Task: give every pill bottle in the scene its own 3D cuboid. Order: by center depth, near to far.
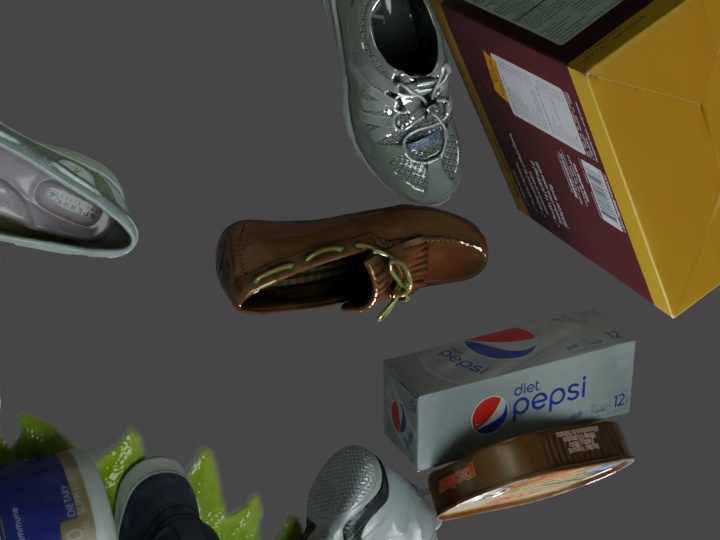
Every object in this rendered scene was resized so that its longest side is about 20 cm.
[{"bbox_3d":[-0.263,0.193,0.877,0.197,0.116,0.117,-11,118,-23],"label":"pill bottle"}]

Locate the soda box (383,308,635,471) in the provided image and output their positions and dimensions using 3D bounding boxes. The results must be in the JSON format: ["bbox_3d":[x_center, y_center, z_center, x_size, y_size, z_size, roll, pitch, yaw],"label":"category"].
[{"bbox_3d":[0.117,0.091,1.061,0.197,0.063,0.069,-13,118,-22],"label":"soda box"}]

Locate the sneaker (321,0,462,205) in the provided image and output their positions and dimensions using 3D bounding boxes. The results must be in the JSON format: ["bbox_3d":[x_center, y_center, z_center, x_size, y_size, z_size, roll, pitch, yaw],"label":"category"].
[{"bbox_3d":[0.026,-0.122,0.901,0.074,0.082,0.202,-31,124,-11],"label":"sneaker"}]

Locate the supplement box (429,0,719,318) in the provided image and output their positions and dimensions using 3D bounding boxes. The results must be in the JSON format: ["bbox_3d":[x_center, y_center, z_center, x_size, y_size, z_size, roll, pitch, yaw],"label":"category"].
[{"bbox_3d":[0.176,-0.115,0.911,0.132,0.200,0.199,-34,124,-9],"label":"supplement box"}]

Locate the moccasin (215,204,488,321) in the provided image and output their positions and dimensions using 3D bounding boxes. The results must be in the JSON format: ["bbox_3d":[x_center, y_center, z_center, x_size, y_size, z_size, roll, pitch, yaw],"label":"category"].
[{"bbox_3d":[0.001,-0.001,0.938,0.199,0.078,0.074,0,137,-28],"label":"moccasin"}]

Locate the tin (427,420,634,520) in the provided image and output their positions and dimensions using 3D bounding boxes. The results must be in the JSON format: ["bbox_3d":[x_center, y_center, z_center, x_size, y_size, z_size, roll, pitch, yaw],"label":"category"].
[{"bbox_3d":[0.135,0.157,1.066,0.198,0.042,0.112,1,150,-47],"label":"tin"}]

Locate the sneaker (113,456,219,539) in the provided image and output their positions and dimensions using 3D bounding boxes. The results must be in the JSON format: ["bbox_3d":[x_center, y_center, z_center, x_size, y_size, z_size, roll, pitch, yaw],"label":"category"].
[{"bbox_3d":[-0.133,0.258,0.960,0.076,0.146,0.205,-8,118,-25],"label":"sneaker"}]

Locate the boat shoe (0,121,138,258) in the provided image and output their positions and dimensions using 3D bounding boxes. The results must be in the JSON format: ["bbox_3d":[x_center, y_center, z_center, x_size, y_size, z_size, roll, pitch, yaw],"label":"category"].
[{"bbox_3d":[-0.228,-0.055,0.809,0.200,0.065,0.075,21,102,-33],"label":"boat shoe"}]

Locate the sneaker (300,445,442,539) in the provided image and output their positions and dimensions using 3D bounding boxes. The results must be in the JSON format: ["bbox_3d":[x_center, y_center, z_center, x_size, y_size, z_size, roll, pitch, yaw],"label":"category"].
[{"bbox_3d":[-0.008,0.242,1.059,0.114,0.075,0.202,24,97,-31],"label":"sneaker"}]
